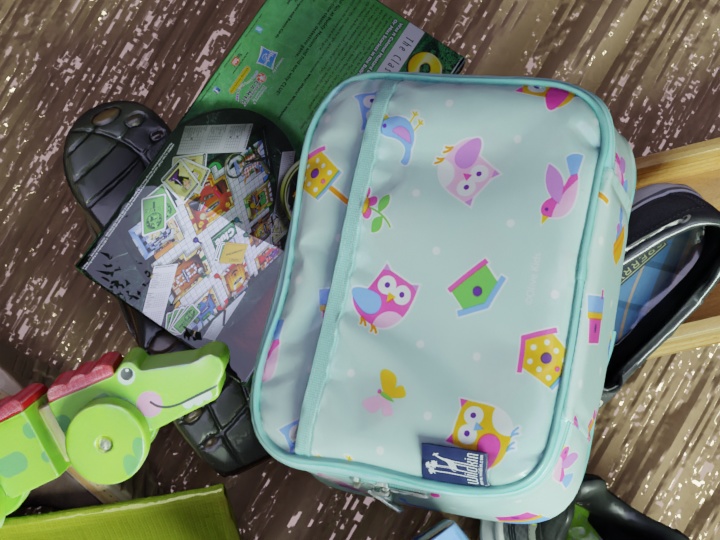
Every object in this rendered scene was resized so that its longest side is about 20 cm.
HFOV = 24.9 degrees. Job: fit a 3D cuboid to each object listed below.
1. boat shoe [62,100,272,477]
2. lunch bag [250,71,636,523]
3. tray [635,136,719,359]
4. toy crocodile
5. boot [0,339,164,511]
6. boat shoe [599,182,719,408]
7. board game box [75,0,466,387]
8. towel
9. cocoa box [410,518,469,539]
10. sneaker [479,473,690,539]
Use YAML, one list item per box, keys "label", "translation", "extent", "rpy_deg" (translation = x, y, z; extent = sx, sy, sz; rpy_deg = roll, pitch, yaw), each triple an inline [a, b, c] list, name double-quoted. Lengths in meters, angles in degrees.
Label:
- label: "boat shoe"
  translation: [-0.093, 0.009, 0.852]
  extent: [0.075, 0.074, 0.202]
  rpy_deg: [-21, 82, -13]
- label: "lunch bag"
  translation: [0.035, 0.012, 0.741]
  extent: [0.159, 0.077, 0.202]
  rpy_deg: [8, 76, 21]
- label: "tray"
  translation: [0.213, -0.022, 0.832]
  extent: [0.198, 0.037, 0.100]
  rpy_deg: [-14, 70, 15]
- label: "toy crocodile"
  translation: [-0.152, 0.079, 0.772]
  extent: [0.198, 0.068, 0.062]
  rpy_deg: [-25, 98, 8]
- label: "boot"
  translation: [-0.220, 0.117, 0.857]
  extent: [0.199, 0.072, 0.167]
  rpy_deg: [39, 103, -7]
- label: "boat shoe"
  translation: [0.104, 0.040, 0.785]
  extent: [0.200, 0.066, 0.070]
  rpy_deg: [-41, 110, -3]
- label: "board game box"
  translation: [-0.043, -0.053, 0.816]
  extent: [0.104, 0.023, 0.201]
  rpy_deg: [34, 79, 6]
- label: "towel"
  translation: [-0.159, 0.151, 0.832]
  extent: [0.197, 0.086, 0.018]
  rpy_deg: [-9, 52, 1]
- label: "cocoa box"
  translation: [0.027, 0.204, 0.758]
  extent: [0.131, 0.200, 0.134]
  rpy_deg: [-34, 82, -3]
- label: "sneaker"
  translation: [0.143, 0.179, 0.805]
  extent: [0.073, 0.088, 0.200]
  rpy_deg: [-35, 80, -28]
